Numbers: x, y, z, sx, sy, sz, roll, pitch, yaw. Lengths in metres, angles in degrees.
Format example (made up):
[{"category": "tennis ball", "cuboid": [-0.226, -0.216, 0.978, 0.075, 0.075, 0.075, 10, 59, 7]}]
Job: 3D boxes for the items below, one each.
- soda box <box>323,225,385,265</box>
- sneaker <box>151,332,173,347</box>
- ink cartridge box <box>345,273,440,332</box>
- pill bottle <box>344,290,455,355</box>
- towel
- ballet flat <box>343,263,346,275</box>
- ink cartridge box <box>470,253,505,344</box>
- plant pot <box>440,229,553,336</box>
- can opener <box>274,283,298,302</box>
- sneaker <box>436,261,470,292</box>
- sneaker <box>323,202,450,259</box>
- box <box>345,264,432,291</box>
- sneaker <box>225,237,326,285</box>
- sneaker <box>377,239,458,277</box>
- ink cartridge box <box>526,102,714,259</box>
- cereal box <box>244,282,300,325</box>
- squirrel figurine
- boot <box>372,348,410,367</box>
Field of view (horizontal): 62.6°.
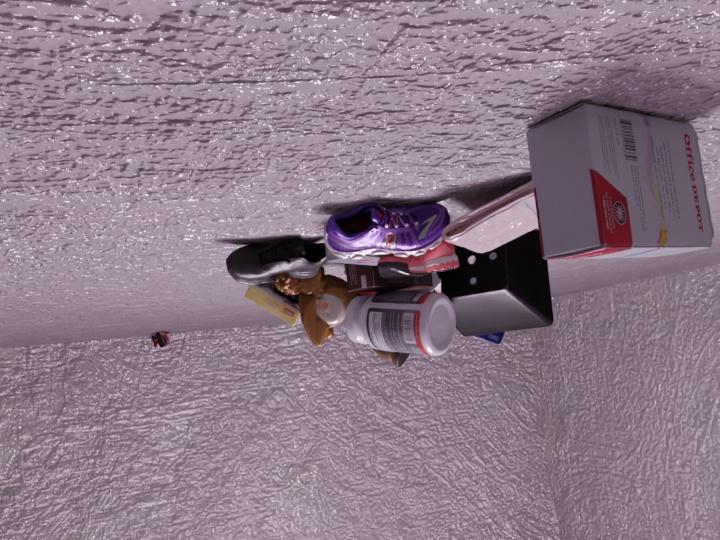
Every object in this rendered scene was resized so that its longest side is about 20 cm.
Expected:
[{"category": "soda box", "cuboid": [0.027, -0.046, 1.038, 0.068, 0.065, 0.199, -11, 170, 40]}, {"category": "sneaker", "cuboid": [-0.941, 0.323, 2.852, 0.086, 0.075, 0.199, -17, -177, -34]}, {"category": "ink cartridge box", "cuboid": [0.060, 0.052, 1.373, 0.198, 0.085, 0.175, -23, -173, 32]}, {"category": "pill bottle", "cuboid": [0.073, 0.098, 1.138, 0.198, 0.118, 0.115, 0, 178, 40]}, {"category": "towel", "cuboid": [0.239, -0.081, 0.924, 0.189, 0.033, 0.199, -27, 164, 23]}, {"category": "ballet flat", "cuboid": [0.000, 0.000, 1.327, 0.068, 0.071, 0.200, -8, 172, 11]}, {"category": "ink cartridge box", "cuboid": [0.288, 0.052, 1.334, 0.040, 0.203, 0.199, 23, 176, -18]}, {"category": "plant pot", "cuboid": [0.255, 0.005, 1.176, 0.198, 0.203, 0.177, -11, 158, 30]}, {"category": "can opener", "cuboid": [-0.152, 0.039, 1.502, 0.063, 0.080, 0.200, -18, 178, 21]}, {"category": "sneaker", "cuboid": [0.206, 0.020, 1.589, 0.103, 0.076, 0.200, -8, 165, -23]}, {"category": "sneaker", "cuboid": [0.043, -0.066, 0.893, 0.197, 0.082, 0.084, -11, 155, -7]}, {"category": "box", "cuboid": [0.058, -0.010, 1.181, 0.074, 0.102, 0.199, -13, 169, 38]}, {"category": "sneaker", "cuboid": [-0.145, -0.026, 1.064, 0.198, 0.077, 0.091, -9, 165, -36]}, {"category": "sneaker", "cuboid": [0.093, -0.037, 1.004, 0.073, 0.088, 0.199, -4, -176, 40]}, {"category": "ink cartridge box", "cuboid": [0.289, -0.089, 0.655, 0.197, 0.148, 0.082, -1, 172, -32]}, {"category": "cereal box", "cuboid": [-0.190, 0.079, 1.480, 0.143, 0.040, 0.200, 29, -175, 8]}, {"category": "squirrel figurine", "cuboid": [-0.093, 0.049, 1.304, 0.141, 0.201, 0.187, -39, -170, -2]}, {"category": "boot", "cuboid": [0.095, 0.118, 1.260, 0.075, 0.075, 0.200, 19, -140, 25]}]
